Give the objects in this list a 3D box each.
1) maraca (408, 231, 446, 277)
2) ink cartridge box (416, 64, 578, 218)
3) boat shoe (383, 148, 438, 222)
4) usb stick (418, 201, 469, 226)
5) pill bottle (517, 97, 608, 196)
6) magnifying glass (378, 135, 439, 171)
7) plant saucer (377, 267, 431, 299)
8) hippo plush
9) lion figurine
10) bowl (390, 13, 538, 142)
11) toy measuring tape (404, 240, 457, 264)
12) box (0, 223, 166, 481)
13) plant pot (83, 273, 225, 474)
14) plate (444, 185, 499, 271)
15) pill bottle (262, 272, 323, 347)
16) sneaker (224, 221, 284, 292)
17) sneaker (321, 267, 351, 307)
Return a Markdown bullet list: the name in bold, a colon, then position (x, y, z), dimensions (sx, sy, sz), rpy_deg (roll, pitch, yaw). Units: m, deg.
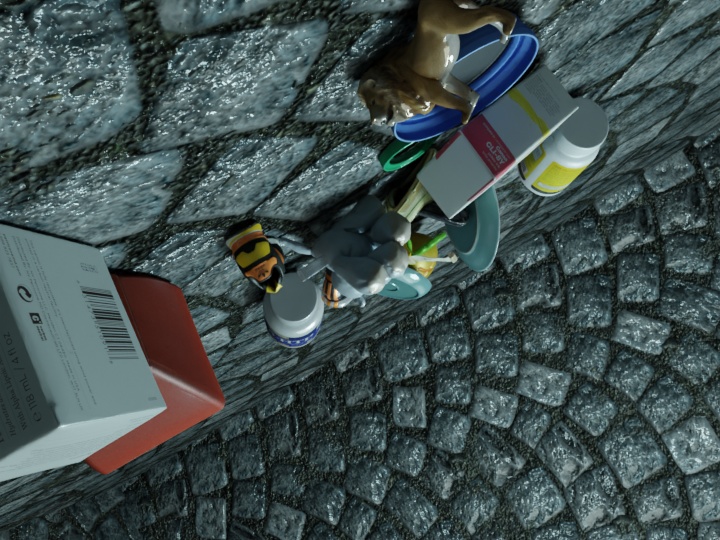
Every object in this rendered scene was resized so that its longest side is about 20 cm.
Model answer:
- **maraca**: position (0.117, -0.031, 1.545), dimensions (0.136, 0.108, 0.200), rpy_deg (-38, 179, -24)
- **ink cartridge box**: position (0.194, -0.182, 1.008), dimensions (0.199, 0.084, 0.145), rpy_deg (-39, 178, -26)
- **boat shoe**: position (0.077, -0.128, 1.164), dimensions (0.199, 0.062, 0.075), rpy_deg (-35, -149, 47)
- **usb stick**: position (0.120, -0.103, 1.195), dimensions (0.054, 0.034, 0.200), rpy_deg (7, -171, -19)
- **pill bottle**: position (0.372, -0.226, 1.310), dimensions (0.112, 0.116, 0.200), rpy_deg (-26, 169, -12)
- **magnifying glass**: position (0.105, -0.202, 0.991), dimensions (0.198, 0.023, 0.079), rpy_deg (-34, 168, 30)
- **plant saucer**: position (0.054, 0.021, 1.505), dimensions (0.194, 0.028, 0.201), rpy_deg (15, 163, 4)
- **hippo plush**: position (0.000, 0.000, 1.159), dimensions (0.197, 0.161, 0.162), rpy_deg (-29, 149, -7)
- **lion figurine**: position (0.073, -0.217, 0.691), dimensions (0.073, 0.120, 0.202), rpy_deg (-60, 177, -44)
- **bowl**: position (0.117, -0.228, 0.844), dimensions (0.197, 0.040, 0.201), rpy_deg (-28, 169, -6)
- **toy measuring tape**: position (0.102, -0.050, 1.425), dimensions (0.195, 0.076, 0.073), rpy_deg (0, -177, 27)
- **box**: position (-0.320, 0.082, 0.691), dimensions (0.129, 0.203, 0.200), rpy_deg (-29, 169, 7)
- **plant pot**: position (-0.321, 0.119, 0.926), dimensions (0.196, 0.203, 0.177), rpy_deg (-28, 158, -3)
- **plate**: position (0.171, -0.098, 1.164), dimensions (0.025, 0.206, 0.201), rpy_deg (-10, 165, -15)
- **pill bottle**: position (-0.129, 0.074, 1.363), dimensions (0.117, 0.122, 0.200), rpy_deg (-26, 169, -11)
- **sneaker**: position (-0.144, -0.002, 1.055), dimensions (0.069, 0.092, 0.200), rpy_deg (-27, 169, -1)
- **sneaker**: position (-0.008, -0.027, 1.331), dimensions (0.201, 0.076, 0.114), rpy_deg (-56, 159, -50)
